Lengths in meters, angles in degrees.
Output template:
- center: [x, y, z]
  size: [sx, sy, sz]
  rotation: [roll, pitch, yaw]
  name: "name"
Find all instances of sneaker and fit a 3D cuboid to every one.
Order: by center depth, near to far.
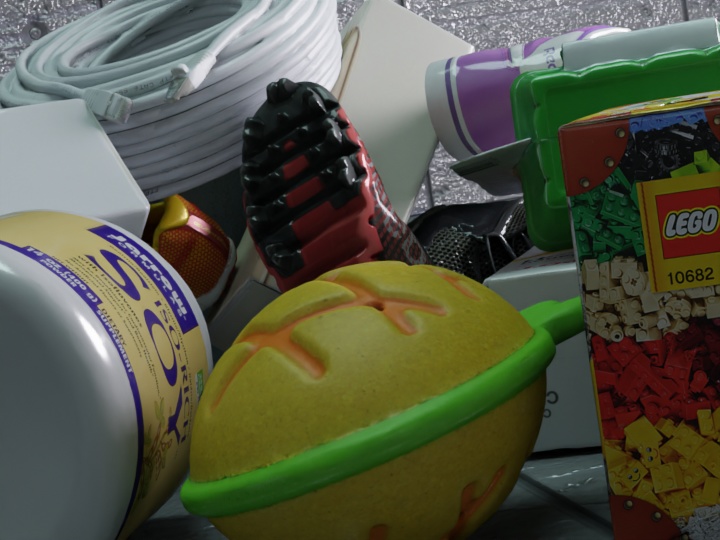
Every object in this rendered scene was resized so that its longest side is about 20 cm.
- center: [0.000, 0.000, 0.907]
  size: [0.070, 0.202, 0.098]
  rotation: [-27, -16, 19]
  name: "sneaker"
- center: [0.118, -0.093, 1.013]
  size: [0.113, 0.073, 0.200]
  rotation: [-15, -1, 18]
  name: "sneaker"
- center: [-0.162, 0.001, 1.016]
  size: [0.199, 0.077, 0.073]
  rotation: [-23, 42, 27]
  name: "sneaker"
- center: [0.104, -0.013, 1.034]
  size: [0.198, 0.077, 0.114]
  rotation: [-14, -1, -33]
  name: "sneaker"

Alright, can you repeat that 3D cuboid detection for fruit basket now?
- center: [0.145, -0.066, 0.893]
  size: [0.183, 0.095, 0.200]
  rotation: [-9, 1, 11]
  name: "fruit basket"

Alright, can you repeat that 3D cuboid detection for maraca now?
- center: [0.014, 0.047, 0.666]
  size: [0.136, 0.108, 0.200]
  rotation: [-17, 6, 32]
  name: "maraca"

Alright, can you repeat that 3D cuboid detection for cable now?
- center: [-0.103, -0.109, 1.001]
  size: [0.199, 0.070, 0.200]
  rotation: [7, 36, 47]
  name: "cable"

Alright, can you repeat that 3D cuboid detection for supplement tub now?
- center: [-0.138, 0.051, 0.718]
  size: [0.144, 0.147, 0.200]
  rotation: [-8, 5, 8]
  name: "supplement tub"

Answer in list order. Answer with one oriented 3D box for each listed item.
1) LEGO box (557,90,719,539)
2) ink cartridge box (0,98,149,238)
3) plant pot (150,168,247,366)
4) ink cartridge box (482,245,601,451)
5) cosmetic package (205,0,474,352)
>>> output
- center: [0.130, 0.010, 0.679]
  size: [0.076, 0.150, 0.200]
  rotation: [-8, 4, 12]
  name: "LEGO box"
- center: [-0.203, 0.023, 0.899]
  size: [0.143, 0.084, 0.201]
  rotation: [-12, -38, -33]
  name: "ink cartridge box"
- center: [-0.100, -0.008, 1.164]
  size: [0.198, 0.198, 0.196]
  rotation: [-3, 5, 7]
  name: "plant pot"
- center: [0.149, 0.024, 0.888]
  size: [0.146, 0.087, 0.200]
  rotation: [-8, 3, 14]
  name: "ink cartridge box"
- center: [-0.013, -0.045, 1.028]
  size: [0.073, 0.201, 0.104]
  rotation: [27, -29, -11]
  name: "cosmetic package"
